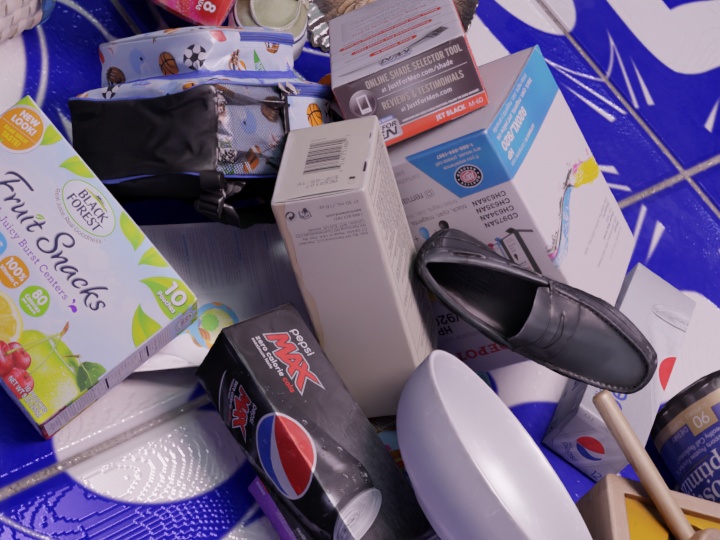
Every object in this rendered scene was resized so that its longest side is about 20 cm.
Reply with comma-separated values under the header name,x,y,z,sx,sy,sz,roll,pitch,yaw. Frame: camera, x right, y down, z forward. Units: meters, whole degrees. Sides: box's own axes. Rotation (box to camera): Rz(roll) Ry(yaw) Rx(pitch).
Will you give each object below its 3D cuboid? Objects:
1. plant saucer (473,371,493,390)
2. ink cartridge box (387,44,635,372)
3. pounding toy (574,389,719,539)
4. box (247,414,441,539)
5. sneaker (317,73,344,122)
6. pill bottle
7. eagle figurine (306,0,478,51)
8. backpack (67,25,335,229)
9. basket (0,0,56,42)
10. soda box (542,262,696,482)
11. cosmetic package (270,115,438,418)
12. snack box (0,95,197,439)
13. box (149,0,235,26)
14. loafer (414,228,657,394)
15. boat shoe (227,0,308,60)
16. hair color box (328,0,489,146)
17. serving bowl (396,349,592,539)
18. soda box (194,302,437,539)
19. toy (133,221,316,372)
name,x,y,z,sx,sy,sz,roll,pitch,yaw
plant saucer,0.093,0.166,1.176,0.069,0.019,0.202,3,55,-31
ink cartridge box,0.107,-0.044,1.262,0.201,0.146,0.145,58,36,-21
pounding toy,0.229,0.229,1.175,0.182,0.143,0.202,17,47,-20
box,0.031,0.175,1.170,0.199,0.039,0.137,-21,69,-41
sneaker,0.054,-0.116,1.404,0.200,0.076,0.092,46,40,8
pill bottle,0.334,0.188,1.296,0.111,0.112,0.201,-9,59,-36
eagle figurine,0.061,-0.268,1.496,0.200,0.151,0.152,-37,98,-50
backpack,-0.113,-0.112,1.217,0.189,0.198,0.156,6,90,-49
basket,-0.299,-0.278,1.266,0.176,0.139,0.201,36,54,1
soda box,0.226,0.086,1.347,0.068,0.064,0.201,35,44,-2
cosmetic package,0.000,0.000,1.156,0.072,0.202,0.104,-8,33,13
snack box,-0.229,-0.004,1.106,0.142,0.053,0.200,-38,78,-16
box,-0.143,-0.262,1.313,0.099,0.096,0.200,28,5,-9
loafer,0.129,0.037,1.161,0.199,0.069,0.070,29,18,1
boat shoe,-0.079,-0.253,1.411,0.071,0.063,0.201,10,35,-7
hair color box,0.035,-0.170,1.260,0.200,0.110,0.064,-93,160,-67
serving bowl,0.086,0.156,1.084,0.200,0.066,0.200,49,13,-15
soda box,-0.033,0.126,1.097,0.070,0.063,0.201,-20,67,-38
toy,-0.128,0.024,1.188,0.198,0.047,0.117,-2,68,-25
